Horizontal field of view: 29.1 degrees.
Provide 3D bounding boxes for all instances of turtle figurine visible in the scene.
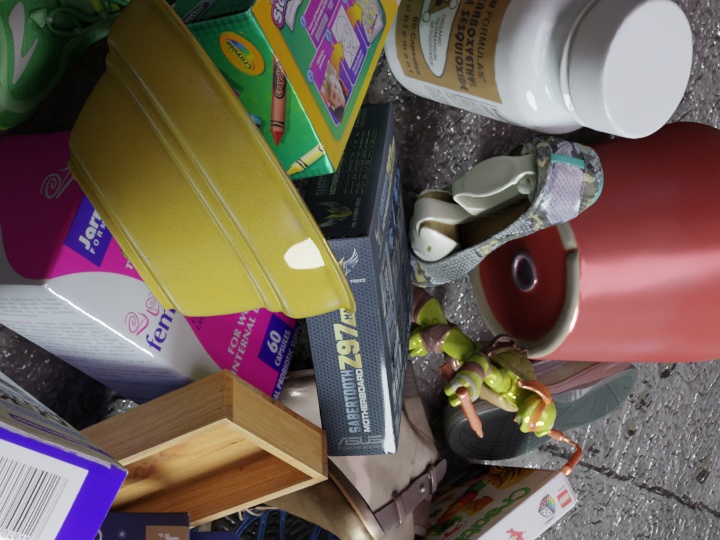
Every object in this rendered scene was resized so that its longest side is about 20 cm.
[{"bbox_3d":[0.088,0.071,1.021,0.065,0.161,0.200,-57,144,6],"label":"turtle figurine"}]

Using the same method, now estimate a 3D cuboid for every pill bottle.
[{"bbox_3d":[0.117,-0.154,0.936,0.114,0.199,0.115,-17,118,-36],"label":"pill bottle"}]

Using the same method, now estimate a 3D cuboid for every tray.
[{"bbox_3d":[-0.129,0.124,0.850,0.099,0.199,0.037,37,39,-44],"label":"tray"}]

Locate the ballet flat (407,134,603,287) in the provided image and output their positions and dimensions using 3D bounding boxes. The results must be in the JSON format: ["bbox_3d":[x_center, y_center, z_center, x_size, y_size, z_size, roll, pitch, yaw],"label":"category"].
[{"bbox_3d":[0.078,-0.044,0.974,0.072,0.200,0.073,17,60,-34],"label":"ballet flat"}]

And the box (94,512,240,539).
[{"bbox_3d":[-0.168,0.203,0.823,0.198,0.122,0.032,2,145,-9],"label":"box"}]

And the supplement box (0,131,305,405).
[{"bbox_3d":[-0.133,0.010,0.831,0.200,0.103,0.102,38,62,-43],"label":"supplement box"}]

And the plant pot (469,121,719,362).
[{"bbox_3d":[0.194,-0.012,1.085,0.176,0.200,0.202,-8,113,-30],"label":"plant pot"}]

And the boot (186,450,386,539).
[{"bbox_3d":[-0.059,0.140,0.898,0.075,0.199,0.074,-40,124,-20],"label":"boot"}]

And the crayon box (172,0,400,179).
[{"bbox_3d":[-0.036,-0.165,0.829,0.119,0.058,0.201,61,35,-39],"label":"crayon box"}]

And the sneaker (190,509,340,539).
[{"bbox_3d":[-0.067,0.194,1.014,0.199,0.077,0.076,14,54,-57],"label":"sneaker"}]

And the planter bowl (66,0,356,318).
[{"bbox_3d":[-0.091,-0.040,0.703,0.083,0.201,0.201,-33,129,-6],"label":"planter bowl"}]

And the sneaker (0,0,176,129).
[{"bbox_3d":[-0.149,-0.165,0.770,0.201,0.083,0.074,-55,134,-10],"label":"sneaker"}]

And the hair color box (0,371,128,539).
[{"bbox_3d":[-0.222,0.077,0.722,0.109,0.199,0.065,32,84,-44],"label":"hair color box"}]

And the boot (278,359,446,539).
[{"bbox_3d":[-0.003,0.142,1.015,0.199,0.070,0.148,1,85,-52],"label":"boot"}]

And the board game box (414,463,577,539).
[{"bbox_3d":[0.060,0.221,1.091,0.199,0.126,0.035,-33,102,-29],"label":"board game box"}]

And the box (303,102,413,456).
[{"bbox_3d":[0.000,0.000,0.914,0.051,0.200,0.159,-3,120,7],"label":"box"}]

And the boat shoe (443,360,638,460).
[{"bbox_3d":[0.145,0.103,1.174,0.201,0.065,0.075,-16,137,-31],"label":"boat shoe"}]
